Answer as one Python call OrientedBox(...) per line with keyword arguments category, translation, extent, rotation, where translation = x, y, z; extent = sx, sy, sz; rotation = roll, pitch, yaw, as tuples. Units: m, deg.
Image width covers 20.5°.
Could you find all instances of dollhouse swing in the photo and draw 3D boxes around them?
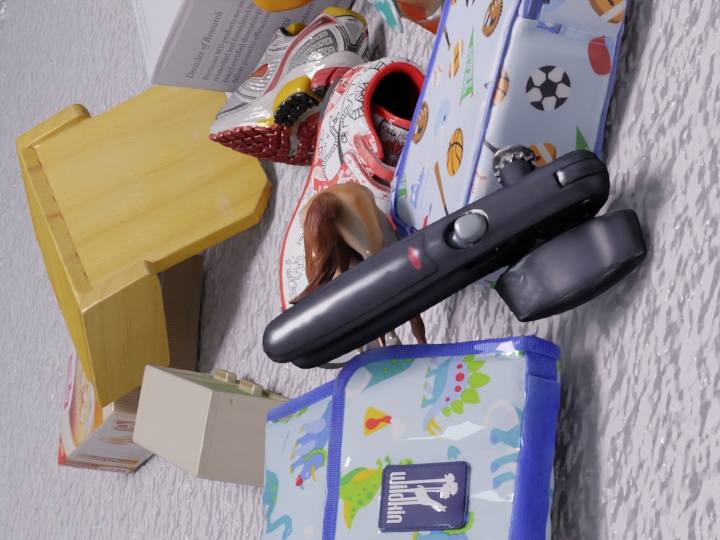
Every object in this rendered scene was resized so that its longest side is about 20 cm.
OrientedBox(category="dollhouse swing", translation=(-0.172, -0.033, 1.654), extent=(0.182, 0.176, 0.200), rotation=(88, 159, -50))

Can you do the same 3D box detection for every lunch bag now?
OrientedBox(category="lunch bag", translation=(0.031, 0.137, 1.037), extent=(0.200, 0.127, 0.170), rotation=(-26, 53, 50))
OrientedBox(category="lunch bag", translation=(0.074, -0.090, 1.087), extent=(0.160, 0.075, 0.200), rotation=(-123, 47, -65))

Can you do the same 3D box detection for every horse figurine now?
OrientedBox(category="horse figurine", translation=(0.000, 0.000, 1.132), extent=(0.200, 0.050, 0.133), rotation=(38, -147, -72))

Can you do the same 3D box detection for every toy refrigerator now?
OrientedBox(category="toy refrigerator", translation=(-0.107, 0.112, 1.485), extent=(0.200, 0.076, 0.070), rotation=(-174, 94, -71))

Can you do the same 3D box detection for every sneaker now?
OrientedBox(category="sneaker", translation=(0.000, -0.039, 1.274), extent=(0.108, 0.067, 0.202), rotation=(165, 116, -71))
OrientedBox(category="sneaker", translation=(-0.045, -0.131, 1.453), extent=(0.200, 0.078, 0.082), rotation=(-23, 55, 56))

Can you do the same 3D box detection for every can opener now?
OrientedBox(category="can opener", translation=(0.039, -0.001, 0.991), extent=(0.200, 0.063, 0.079), rotation=(-23, 63, 14))

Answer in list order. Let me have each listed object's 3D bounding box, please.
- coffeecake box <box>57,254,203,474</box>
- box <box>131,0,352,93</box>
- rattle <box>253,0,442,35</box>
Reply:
OrientedBox(category="coffeecake box", translation=(-0.207, 0.083, 1.779), extent=(0.200, 0.073, 0.154), rotation=(139, 137, -61))
OrientedBox(category="box", translation=(-0.088, -0.270, 1.502), extent=(0.200, 0.131, 0.199), rotation=(120, 145, -43))
OrientedBox(category="rattle", translation=(-0.011, -0.172, 1.306), extent=(0.143, 0.130, 0.200), rotation=(-49, 58, 25))
